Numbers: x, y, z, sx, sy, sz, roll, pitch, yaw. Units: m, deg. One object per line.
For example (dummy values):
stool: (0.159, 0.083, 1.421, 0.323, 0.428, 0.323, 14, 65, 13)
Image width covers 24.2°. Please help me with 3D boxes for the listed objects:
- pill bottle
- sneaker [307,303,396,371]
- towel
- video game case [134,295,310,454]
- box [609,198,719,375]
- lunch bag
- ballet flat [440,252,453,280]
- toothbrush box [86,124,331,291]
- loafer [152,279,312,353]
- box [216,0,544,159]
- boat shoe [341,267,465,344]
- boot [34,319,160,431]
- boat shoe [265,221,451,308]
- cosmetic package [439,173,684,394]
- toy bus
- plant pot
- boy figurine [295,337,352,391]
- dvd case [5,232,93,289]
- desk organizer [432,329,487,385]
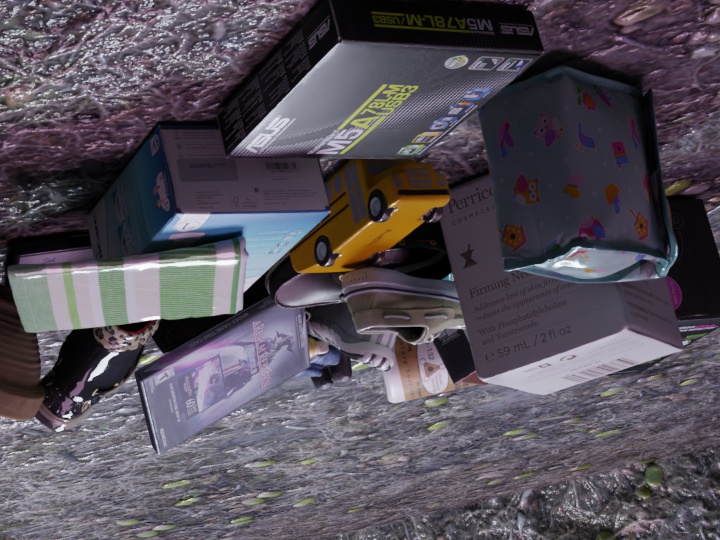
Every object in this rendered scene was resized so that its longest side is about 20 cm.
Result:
pill bottle: (0.118, 0.084, 2.019, 0.199, 0.115, 0.114, -13, 163, -1)
sneaker: (0.002, 0.034, 1.853, 0.075, 0.116, 0.200, 21, -178, -29)
towel: (-0.198, 0.013, 1.452, 0.199, 0.023, 0.153, -6, 160, -9)
video game case: (-0.143, 0.105, 1.792, 0.200, 0.019, 0.143, -29, 146, -19)
box: (0.306, 0.023, 1.910, 0.124, 0.149, 0.200, -3, 160, -29)
lunch bag: (0.209, -0.079, 1.489, 0.122, 0.171, 0.200, -18, 164, 39)
ballet flat: (0.087, 0.000, 1.845, 0.069, 0.070, 0.200, -8, 164, -17)
toothbrush box: (-0.137, -0.049, 1.470, 0.146, 0.086, 0.200, -3, 159, -28)
loafer: (-0.141, 0.058, 1.821, 0.199, 0.072, 0.073, -6, 161, -22)
box: (0.013, -0.149, 1.338, 0.193, 0.048, 0.200, -4, 160, -34)
boat shoe: (0.052, 0.042, 1.666, 0.072, 0.062, 0.200, -16, 162, 40)
boot: (-0.232, 0.056, 1.634, 0.154, 0.073, 0.204, -48, -175, 34)
boat shoe: (-0.001, -0.002, 1.720, 0.201, 0.063, 0.074, -16, 133, 4)
cosmetic package: (0.200, 0.002, 1.682, 0.167, 0.201, 0.166, -22, 161, 26)
toy bus: (0.004, -0.055, 1.565, 0.065, 0.079, 0.200, -1, 159, -31)
plant pot: (-0.367, 0.050, 1.527, 0.200, 0.093, 0.201, 28, -178, -1)
boy figurine: (-0.095, 0.110, 2.032, 0.124, 0.065, 0.200, -23, 164, 35)
dvd case: (-0.243, -0.008, 1.632, 0.199, 0.018, 0.143, -7, 162, -17)
desk organizer: (0.181, 0.047, 1.828, 0.200, 0.072, 0.077, -35, 158, 21)
